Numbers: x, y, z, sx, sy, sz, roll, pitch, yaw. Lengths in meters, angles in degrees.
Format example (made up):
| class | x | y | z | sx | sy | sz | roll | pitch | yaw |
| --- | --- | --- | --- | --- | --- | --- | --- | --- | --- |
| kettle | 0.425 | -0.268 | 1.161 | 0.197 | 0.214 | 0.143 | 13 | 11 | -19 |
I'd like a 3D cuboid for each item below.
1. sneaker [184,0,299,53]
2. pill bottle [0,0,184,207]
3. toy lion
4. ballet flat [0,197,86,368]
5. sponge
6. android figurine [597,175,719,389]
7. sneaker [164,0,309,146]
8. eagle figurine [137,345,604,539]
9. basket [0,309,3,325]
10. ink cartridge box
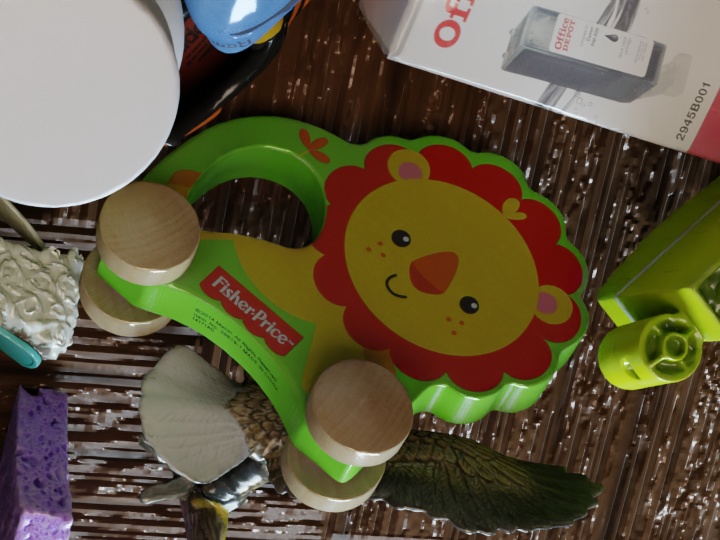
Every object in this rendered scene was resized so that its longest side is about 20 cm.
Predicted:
| class | x | y | z | sx | sy | sz | roll | pitch | yaw |
| --- | --- | --- | --- | --- | --- | --- | --- | --- | --- |
| sneaker | -0.012 | -0.174 | 0.984 | 0.200 | 0.066 | 0.079 | -53 | 156 | -26 |
| pill bottle | -0.133 | -0.110 | 0.963 | 0.113 | 0.200 | 0.115 | -5 | 117 | -10 |
| toy lion | 0.000 | 0.000 | 1.083 | 0.200 | 0.192 | 0.069 | 39 | 146 | 9 |
| ballet flat | -0.211 | -0.028 | 1.075 | 0.199 | 0.072 | 0.072 | 33 | 106 | -21 |
| sponge | -0.173 | 0.170 | 1.149 | 0.030 | 0.112 | 0.201 | 9 | 115 | -14 |
| android figurine | 0.180 | -0.013 | 1.084 | 0.182 | 0.200 | 0.041 | -41 | 96 | -15 |
| sneaker | -0.038 | -0.136 | 1.032 | 0.070 | 0.090 | 0.200 | 33 | 106 | -25 |
| eagle figurine | -0.003 | 0.071 | 1.131 | 0.199 | 0.151 | 0.153 | -21 | 109 | 12 |
| basket | -0.252 | -0.032 | 0.942 | 0.148 | 0.143 | 0.201 | -26 | 100 | -18 |
| ink cartridge box | 0.117 | -0.145 | 1.064 | 0.199 | 0.085 | 0.146 | 16 | 112 | -17 |
